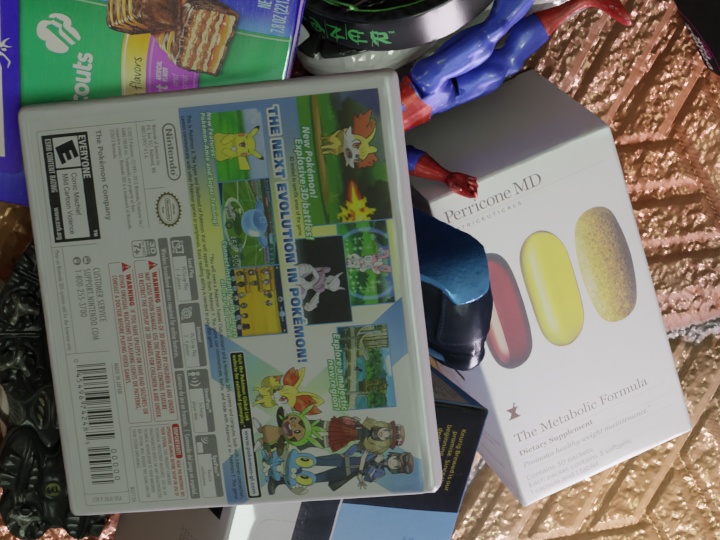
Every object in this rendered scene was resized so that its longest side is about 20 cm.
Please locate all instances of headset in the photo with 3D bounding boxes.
[{"bbox_3d":[0.035,-0.205,1.185,0.200,0.123,0.094,-57,150,-24],"label":"headset"}]

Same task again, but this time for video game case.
[{"bbox_3d":[-0.061,0.013,1.089,0.182,0.022,0.200,-5,98,12],"label":"video game case"}]

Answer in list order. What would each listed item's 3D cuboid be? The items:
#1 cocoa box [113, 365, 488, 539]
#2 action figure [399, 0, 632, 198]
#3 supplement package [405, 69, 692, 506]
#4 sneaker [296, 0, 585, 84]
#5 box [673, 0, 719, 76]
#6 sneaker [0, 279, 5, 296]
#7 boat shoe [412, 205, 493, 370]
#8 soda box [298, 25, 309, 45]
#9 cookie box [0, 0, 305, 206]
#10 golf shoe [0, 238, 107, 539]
[{"bbox_3d":[-0.040,0.133,1.207,0.131,0.133,0.200,9,104,-28],"label":"cocoa box"},{"bbox_3d":[0.054,-0.081,1.182,0.200,0.099,0.065,-29,144,2],"label":"action figure"},{"bbox_3d":[0.094,0.008,1.295,0.114,0.110,0.200,-24,117,-9],"label":"supplement package"},{"bbox_3d":[0.057,-0.139,1.253,0.200,0.074,0.079,-22,139,-12],"label":"sneaker"},{"bbox_3d":[0.248,-0.168,1.227,0.124,0.200,0.149,-32,119,-4],"label":"box"},{"bbox_3d":[-0.277,0.057,1.217,0.085,0.073,0.200,41,97,-3],"label":"sneaker"},{"bbox_3d":[0.000,0.000,1.206,0.084,0.200,0.069,-17,116,-17],"label":"boat shoe"},{"bbox_3d":[-0.113,-0.180,1.167,0.063,0.068,0.200,-40,118,1],"label":"soda box"},{"bbox_3d":[-0.133,-0.111,1.120,0.200,0.075,0.171,12,131,-1],"label":"cookie box"},{"bbox_3d":[-0.160,0.043,1.227,0.078,0.095,0.200,9,116,-10],"label":"golf shoe"}]
